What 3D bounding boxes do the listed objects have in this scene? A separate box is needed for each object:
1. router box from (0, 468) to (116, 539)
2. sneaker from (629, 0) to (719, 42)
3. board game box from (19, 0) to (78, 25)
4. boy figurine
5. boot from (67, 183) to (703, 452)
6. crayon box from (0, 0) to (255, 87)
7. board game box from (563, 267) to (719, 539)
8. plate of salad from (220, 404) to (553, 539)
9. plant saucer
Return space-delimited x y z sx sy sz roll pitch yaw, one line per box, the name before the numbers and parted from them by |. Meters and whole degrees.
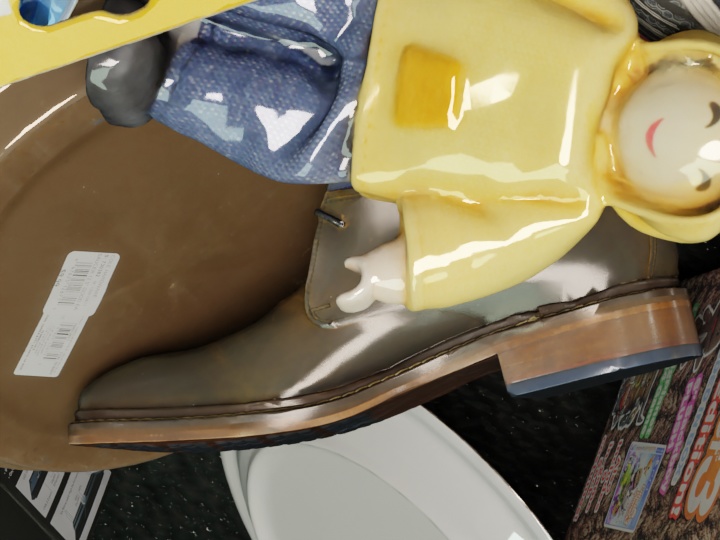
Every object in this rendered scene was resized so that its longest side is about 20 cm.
router box | -0.221 0.066 1.060 0.199 0.052 0.157 -14 130 32
sneaker | 0.153 -0.052 0.788 0.200 0.081 0.075 40 150 -14
board game box | -0.128 -0.179 0.708 0.199 0.026 0.201 27 112 -11
boy figurine | 0.027 -0.045 0.739 0.199 0.125 0.064 17 179 10
boot | 0.000 0.000 0.842 0.198 0.098 0.075 -11 174 7
crayon box | -0.089 -0.155 0.676 0.125 0.052 0.201 -17 113 8
board game box | 0.172 0.069 0.829 0.159 0.097 0.200 23 171 -7
plate of salad | 0.025 0.105 0.976 0.200 0.048 0.201 36 148 27
plant saucer | -0.065 -0.008 0.849 0.199 0.030 0.201 -20 139 -19
